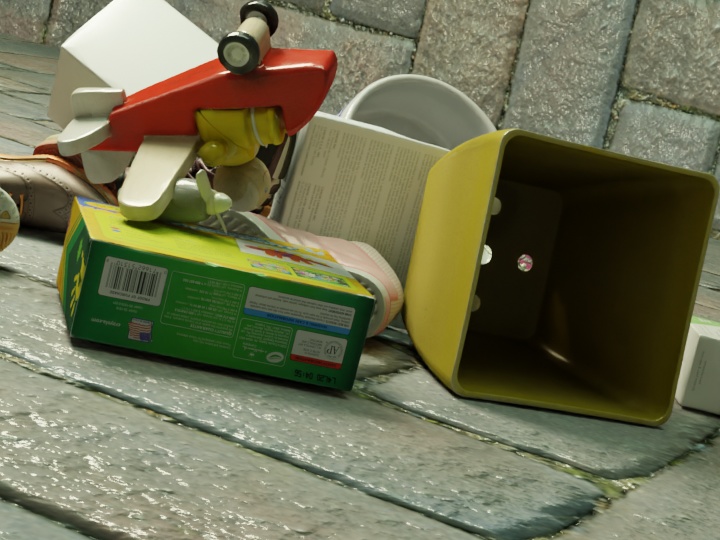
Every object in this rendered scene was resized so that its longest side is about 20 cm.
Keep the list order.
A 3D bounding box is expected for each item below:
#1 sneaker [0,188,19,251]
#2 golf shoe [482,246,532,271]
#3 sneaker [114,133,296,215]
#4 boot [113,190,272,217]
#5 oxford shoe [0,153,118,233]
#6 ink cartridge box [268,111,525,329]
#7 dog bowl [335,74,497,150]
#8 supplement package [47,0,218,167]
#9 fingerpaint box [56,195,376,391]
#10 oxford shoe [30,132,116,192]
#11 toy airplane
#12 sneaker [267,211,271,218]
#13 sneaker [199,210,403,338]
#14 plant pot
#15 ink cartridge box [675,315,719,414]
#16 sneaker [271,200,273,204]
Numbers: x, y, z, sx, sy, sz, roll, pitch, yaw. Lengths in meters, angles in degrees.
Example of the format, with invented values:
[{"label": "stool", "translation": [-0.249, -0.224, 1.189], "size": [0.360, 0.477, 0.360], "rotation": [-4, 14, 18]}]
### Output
[{"label": "sneaker", "translation": [-0.355, -0.063, 1.318], "size": [0.199, 0.076, 0.088], "rotation": [14, 9, -6]}, {"label": "golf shoe", "translation": [0.090, -0.012, 1.640], "size": [0.199, 0.092, 0.075], "rotation": [29, 50, -2]}, {"label": "sneaker", "translation": [-0.139, -0.079, 1.430], "size": [0.115, 0.200, 0.076], "rotation": [17, 39, -27]}, {"label": "boot", "translation": [-0.162, -0.063, 1.677], "size": [0.154, 0.074, 0.200], "rotation": [29, 24, 26]}, {"label": "oxford shoe", "translation": [-0.305, -0.062, 1.490], "size": [0.199, 0.072, 0.073], "rotation": [15, 32, 12]}, {"label": "ink cartridge box", "translation": [0.023, -0.035, 1.479], "size": [0.199, 0.163, 0.057], "rotation": [13, 10, -19]}, {"label": "dog bowl", "translation": [0.051, -0.090, 1.736], "size": [0.199, 0.201, 0.079], "rotation": [10, -24, -27]}, {"label": "supplement package", "translation": [-0.176, -0.147, 1.609], "size": [0.200, 0.117, 0.117], "rotation": [39, -32, 6]}, {"label": "fingerpaint box", "translation": [-0.108, 0.015, 1.225], "size": [0.199, 0.074, 0.167], "rotation": [12, 9, -16]}, {"label": "oxford shoe", "translation": [-0.251, -0.106, 1.554], "size": [0.071, 0.074, 0.200], "rotation": [51, -27, -20]}, {"label": "toy airplane", "translation": [-0.124, -0.100, 1.303], "size": [0.200, 0.141, 0.199], "rotation": [-39, 24, -19]}, {"label": "sneaker", "translation": [0.000, 0.000, 1.534], "size": [0.199, 0.094, 0.070], "rotation": [35, -9, 7]}, {"label": "sneaker", "translation": [-0.055, 0.000, 1.418], "size": [0.200, 0.076, 0.105], "rotation": [23, 12, 16]}, {"label": "plant pot", "translation": [0.138, -0.003, 1.384], "size": [0.199, 0.201, 0.176], "rotation": [10, 4, -25]}, {"label": "ink cartridge box", "translation": [0.374, 0.099, 1.510], "size": [0.199, 0.068, 0.117], "rotation": [14, 8, -1]}, {"label": "sneaker", "translation": [-0.107, -0.109, 1.804], "size": [0.199, 0.087, 0.078], "rotation": [-7, 30, 16]}]
